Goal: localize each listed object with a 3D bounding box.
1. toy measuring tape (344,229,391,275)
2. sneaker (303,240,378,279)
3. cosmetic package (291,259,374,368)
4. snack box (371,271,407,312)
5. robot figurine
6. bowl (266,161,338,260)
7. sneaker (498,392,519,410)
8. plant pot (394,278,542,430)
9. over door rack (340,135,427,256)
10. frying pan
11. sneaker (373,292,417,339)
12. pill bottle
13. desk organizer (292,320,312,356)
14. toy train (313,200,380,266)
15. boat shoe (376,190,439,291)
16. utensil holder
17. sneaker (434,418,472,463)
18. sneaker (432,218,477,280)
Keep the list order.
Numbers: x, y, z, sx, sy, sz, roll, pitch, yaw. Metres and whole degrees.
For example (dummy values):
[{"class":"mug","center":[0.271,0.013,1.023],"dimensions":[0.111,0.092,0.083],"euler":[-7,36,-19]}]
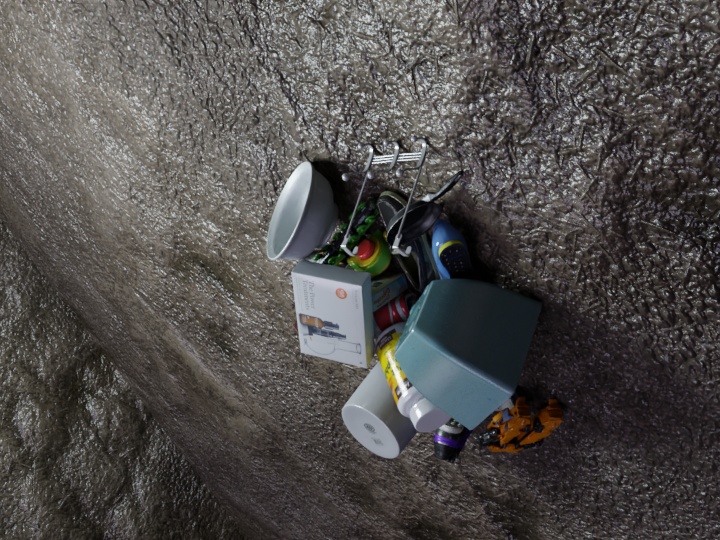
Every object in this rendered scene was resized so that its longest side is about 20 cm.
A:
[{"class":"toy measuring tape","center":[0.000,0.000,1.609],"dimensions":[0.073,0.200,0.074],"euler":[41,-168,-11]},{"class":"sneaker","center":[-0.042,-0.039,1.716],"dimensions":[0.198,0.070,0.092],"euler":[13,122,40]},{"class":"cosmetic package","center":[-0.051,0.086,1.615],"dimensions":[0.148,0.052,0.203],"euler":[9,126,19]},{"class":"snack box","center":[-0.013,0.036,1.705],"dimensions":[0.198,0.116,0.038],"euler":[7,119,45]},{"class":"robot figurine","center":[0.320,0.317,1.668],"dimensions":[0.142,0.059,0.201],"euler":[7,150,-14]},{"class":"bowl","center":[-0.104,-0.103,1.622],"dimensions":[0.089,0.205,0.200],"euler":[21,155,-22]},{"class":"sneaker","center":[0.245,0.276,1.717],"dimensions":[0.198,0.085,0.078],"euler":[-4,125,49]},{"class":"plant pot","center":[0.177,0.128,1.483],"dimensions":[0.198,0.198,0.197],"euler":[28,147,-1]},{"class":"over door rack","center":[0.032,-0.128,1.412],"dimensions":[0.066,0.204,0.146],"euler":[16,171,-42]},{"class":"frying pan","center":[0.100,-0.107,1.434],"dimensions":[0.031,0.113,0.191],"euler":[58,152,24]},{"class":"sneaker","center":[0.087,0.109,1.720],"dimensions":[0.200,0.111,0.072],"euler":[45,-152,-62]},{"class":"pill bottle","center":[0.106,0.206,1.602],"dimensions":[0.110,0.107,0.202],"euler":[90,161,-50]},{"class":"desk organizer","center":[-0.080,0.119,1.808],"dimensions":[0.078,0.071,0.200],"euler":[55,-169,2]},{"class":"toy train","center":[-0.023,-0.064,1.610],"dimensions":[0.200,0.056,0.042],"euler":[-47,68,36]},{"class":"boat shoe","center":[0.085,-0.051,1.544],"dimensions":[0.071,0.066,0.203],"euler":[-4,124,50]},{"class":"utensil holder","center":[0.076,0.280,1.806],"dimensions":[0.168,0.200,0.172],"euler":[29,144,23]},{"class":"sneaker","center":[0.195,0.356,1.767],"dimensions":[0.068,0.200,0.101],"euler":[14,95,21]},{"class":"sneaker","center":[0.168,-0.016,1.511],"dimensions":[0.201,0.065,0.079],"euler":[70,-179,-51]}]
